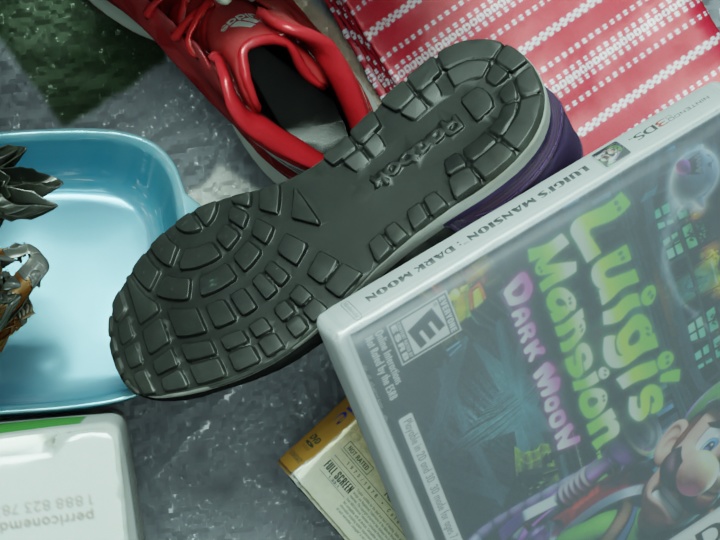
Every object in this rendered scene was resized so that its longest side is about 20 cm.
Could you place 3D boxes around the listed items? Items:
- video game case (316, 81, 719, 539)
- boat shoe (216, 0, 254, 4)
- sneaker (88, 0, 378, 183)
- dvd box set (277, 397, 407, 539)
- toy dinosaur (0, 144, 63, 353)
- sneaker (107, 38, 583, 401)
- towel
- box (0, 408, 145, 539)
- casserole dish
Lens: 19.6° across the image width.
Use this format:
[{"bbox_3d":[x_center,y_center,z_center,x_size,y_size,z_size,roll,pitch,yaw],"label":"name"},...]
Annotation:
[{"bbox_3d":[0.093,0.053,0.813,0.181,0.023,0.201,-30,124,-12],"label":"video game case"},{"bbox_3d":[-0.052,-0.136,0.772,0.198,0.072,0.071,-17,51,-14],"label":"boat shoe"},{"bbox_3d":[-0.059,-0.115,0.837,0.200,0.116,0.078,43,85,-4],"label":"sneaker"},{"bbox_3d":[0.084,0.065,0.868,0.200,0.029,0.147,-43,110,-5],"label":"dvd box set"},{"bbox_3d":[-0.178,-0.004,0.728,0.102,0.200,0.136,41,112,8],"label":"toy dinosaur"},{"bbox_3d":[0.000,0.000,0.808,0.199,0.088,0.076,-31,58,10],"label":"sneaker"},{"bbox_3d":[0.083,-0.088,0.897,0.144,0.022,0.201,-32,91,-6],"label":"towel"},{"bbox_3d":[-0.172,0.162,0.791,0.197,0.171,0.202,-7,87,-6],"label":"box"},{"bbox_3d":[-0.157,0.006,0.850,0.198,0.039,0.122,-4,69,-4],"label":"casserole dish"}]
